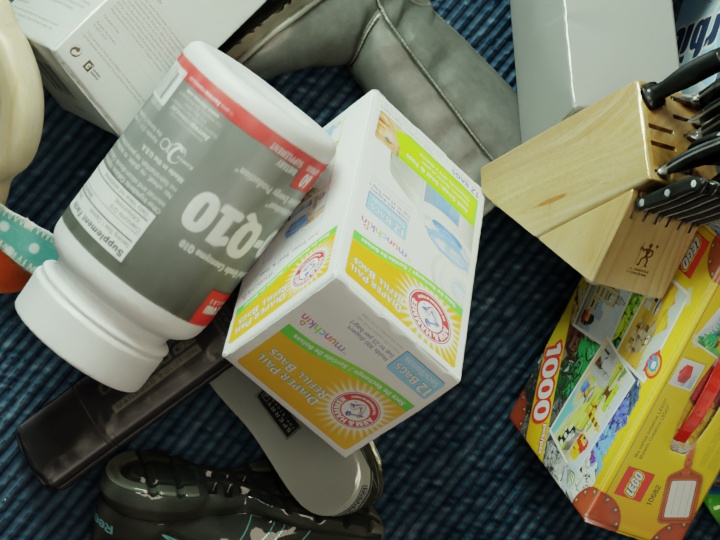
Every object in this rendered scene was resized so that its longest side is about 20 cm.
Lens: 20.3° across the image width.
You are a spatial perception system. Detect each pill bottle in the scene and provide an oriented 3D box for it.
[{"bbox_3d":[-0.116,-0.030,1.242,0.114,0.114,0.200,36,97,-11],"label":"pill bottle"}]

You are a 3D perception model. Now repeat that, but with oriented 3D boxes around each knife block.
[{"bbox_3d":[0.177,-0.082,1.260,0.064,0.200,0.176,13,108,-35],"label":"knife block"}]

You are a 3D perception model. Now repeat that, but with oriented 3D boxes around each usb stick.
[{"bbox_3d":[-0.136,0.069,1.303,0.200,0.033,0.056,-36,69,5],"label":"usb stick"}]

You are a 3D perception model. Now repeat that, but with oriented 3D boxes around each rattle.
[{"bbox_3d":[-0.265,-0.068,1.243,0.130,0.143,0.201,2,103,18],"label":"rattle"}]

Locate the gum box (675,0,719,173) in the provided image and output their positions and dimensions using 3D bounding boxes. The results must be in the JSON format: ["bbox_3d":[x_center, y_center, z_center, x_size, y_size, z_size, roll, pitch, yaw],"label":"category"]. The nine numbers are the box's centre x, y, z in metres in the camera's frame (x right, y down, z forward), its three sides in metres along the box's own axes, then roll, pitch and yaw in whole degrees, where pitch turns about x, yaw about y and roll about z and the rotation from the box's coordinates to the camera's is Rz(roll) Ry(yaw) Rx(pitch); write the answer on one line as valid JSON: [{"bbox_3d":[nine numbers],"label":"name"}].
[{"bbox_3d":[0.257,-0.151,1.369,0.044,0.170,0.201,19,84,-13],"label":"gum box"}]

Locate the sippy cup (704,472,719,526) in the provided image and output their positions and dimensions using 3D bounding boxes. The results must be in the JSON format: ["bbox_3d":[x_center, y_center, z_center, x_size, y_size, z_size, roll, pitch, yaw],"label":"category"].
[{"bbox_3d":[0.266,0.092,1.386,0.140,0.130,0.178,-45,99,-12],"label":"sippy cup"}]

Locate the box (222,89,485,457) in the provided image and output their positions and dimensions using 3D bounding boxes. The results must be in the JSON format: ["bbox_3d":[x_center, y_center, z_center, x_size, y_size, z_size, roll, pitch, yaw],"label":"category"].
[{"bbox_3d":[0.000,0.000,1.270,0.101,0.200,0.112,-36,115,30],"label":"box"}]

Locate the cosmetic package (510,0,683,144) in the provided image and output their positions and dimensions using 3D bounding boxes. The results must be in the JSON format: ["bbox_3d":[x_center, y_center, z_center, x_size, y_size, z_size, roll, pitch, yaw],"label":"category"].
[{"bbox_3d":[0.154,-0.176,1.351,0.090,0.107,0.201,-1,73,-15],"label":"cosmetic package"}]

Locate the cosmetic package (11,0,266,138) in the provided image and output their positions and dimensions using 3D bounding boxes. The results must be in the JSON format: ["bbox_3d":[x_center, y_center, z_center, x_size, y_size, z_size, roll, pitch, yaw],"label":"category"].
[{"bbox_3d":[-0.126,-0.191,1.295,0.200,0.108,0.085,-44,123,-11],"label":"cosmetic package"}]

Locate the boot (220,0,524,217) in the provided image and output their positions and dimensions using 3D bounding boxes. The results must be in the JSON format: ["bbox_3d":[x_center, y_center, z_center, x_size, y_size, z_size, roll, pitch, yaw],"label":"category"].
[{"bbox_3d":[0.018,-0.112,1.365,0.182,0.073,0.200,-35,103,-13],"label":"boot"}]

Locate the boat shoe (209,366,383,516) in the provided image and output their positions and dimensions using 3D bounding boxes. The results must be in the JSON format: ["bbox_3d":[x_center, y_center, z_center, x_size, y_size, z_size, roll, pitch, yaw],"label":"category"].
[{"bbox_3d":[-0.052,0.075,1.337,0.071,0.064,0.200,-35,75,18],"label":"boat shoe"}]

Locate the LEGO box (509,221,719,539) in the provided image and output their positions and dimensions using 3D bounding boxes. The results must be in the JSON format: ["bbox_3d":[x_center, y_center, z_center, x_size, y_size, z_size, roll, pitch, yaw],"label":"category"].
[{"bbox_3d":[0.196,0.056,1.322,0.077,0.149,0.200,19,106,-24],"label":"LEGO box"}]

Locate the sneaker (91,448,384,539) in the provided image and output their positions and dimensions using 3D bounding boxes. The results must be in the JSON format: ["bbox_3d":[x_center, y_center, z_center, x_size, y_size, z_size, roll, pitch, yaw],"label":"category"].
[{"bbox_3d":[-0.083,0.170,1.335,0.199,0.075,0.080,10,112,-18],"label":"sneaker"}]
